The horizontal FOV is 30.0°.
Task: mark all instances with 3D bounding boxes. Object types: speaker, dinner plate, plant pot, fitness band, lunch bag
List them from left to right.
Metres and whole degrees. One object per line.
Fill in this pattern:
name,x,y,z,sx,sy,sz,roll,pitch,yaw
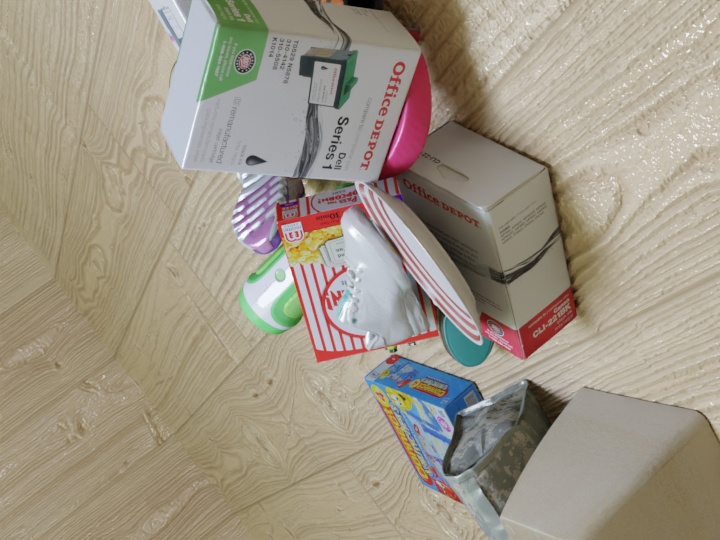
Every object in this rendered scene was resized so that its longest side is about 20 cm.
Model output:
speaker,-0.057,-0.012,1.596,0.088,0.088,0.200,49,116,8
fitness band,0.015,-0.160,1.312,0.200,0.037,0.144,171,104,-65
dinner plate,0.062,-0.013,1.297,0.200,0.024,0.200,52,177,4
lunch bag,0.176,0.243,1.503,0.164,0.117,0.200,57,-159,-11
plant pot,0.267,0.263,1.374,0.200,0.177,0.200,60,157,-17

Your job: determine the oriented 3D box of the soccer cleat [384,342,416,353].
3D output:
soccer cleat,0.013,0.061,1.758,0.200,0.067,0.081,-4,103,64

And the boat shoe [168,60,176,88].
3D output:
boat shoe,-0.149,-0.198,1.572,0.066,0.072,0.201,9,172,27

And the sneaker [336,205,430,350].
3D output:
sneaker,0.007,0.019,1.443,0.075,0.088,0.200,60,178,47

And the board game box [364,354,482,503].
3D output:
board game box,0.115,0.222,1.792,0.196,0.056,0.200,14,136,58

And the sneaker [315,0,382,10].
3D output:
sneaker,-0.036,-0.287,1.302,0.112,0.078,0.200,-35,80,49

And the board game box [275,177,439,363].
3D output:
board game box,0.000,0.000,1.525,0.046,0.151,0.200,-99,-5,-57

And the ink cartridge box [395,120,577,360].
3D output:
ink cartridge box,0.125,-0.031,1.335,0.144,0.084,0.200,33,152,43

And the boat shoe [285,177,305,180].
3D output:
boat shoe,-0.102,-0.180,1.420,0.070,0.070,0.200,-85,-30,-69

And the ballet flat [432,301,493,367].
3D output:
ballet flat,0.108,0.021,1.505,0.065,0.070,0.200,-109,4,-50

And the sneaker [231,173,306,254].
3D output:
sneaker,-0.104,-0.087,1.645,0.088,0.080,0.200,46,-155,-35

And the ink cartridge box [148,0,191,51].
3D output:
ink cartridge box,-0.155,-0.290,1.462,0.067,0.117,0.200,12,135,58

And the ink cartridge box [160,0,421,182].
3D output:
ink cartridge box,-0.062,-0.164,1.208,0.084,0.200,0.146,58,138,48
